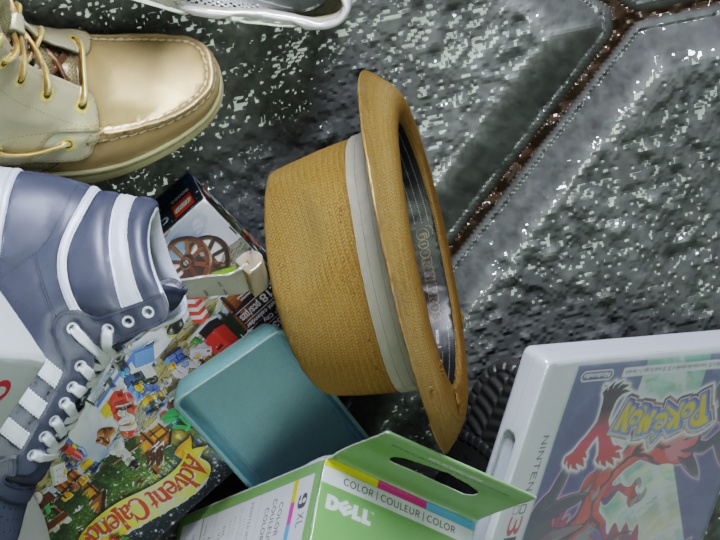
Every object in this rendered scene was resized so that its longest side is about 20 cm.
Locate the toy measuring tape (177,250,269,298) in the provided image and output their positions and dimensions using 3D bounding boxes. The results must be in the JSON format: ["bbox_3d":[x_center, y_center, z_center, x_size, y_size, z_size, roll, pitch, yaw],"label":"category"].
[{"bbox_3d":[-0.147,-0.007,1.335,0.198,0.074,0.074,-8,117,4],"label":"toy measuring tape"}]

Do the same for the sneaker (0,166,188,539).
[{"bbox_3d":[-0.143,0.054,1.271,0.108,0.070,0.202,5,94,4],"label":"sneaker"}]

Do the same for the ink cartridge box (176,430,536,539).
[{"bbox_3d":[-0.009,0.153,1.393,0.103,0.060,0.200,26,148,-27],"label":"ink cartridge box"}]

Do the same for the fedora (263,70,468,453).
[{"bbox_3d":[0.000,0.000,1.343,0.081,0.201,0.202,-11,118,8],"label":"fedora"}]

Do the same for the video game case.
[{"bbox_3d":[0.138,0.122,1.470,0.199,0.023,0.184,-3,117,-45],"label":"video game case"}]

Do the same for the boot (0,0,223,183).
[{"bbox_3d":[-0.162,-0.108,1.258,0.198,0.073,0.156,-7,152,-8],"label":"boot"}]

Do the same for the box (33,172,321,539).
[{"bbox_3d":[-0.118,0.063,1.406,0.200,0.038,0.137,-42,118,5],"label":"box"}]

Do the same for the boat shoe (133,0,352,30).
[{"bbox_3d":[-0.094,-0.164,1.289,0.198,0.069,0.071,11,113,-17],"label":"boat shoe"}]

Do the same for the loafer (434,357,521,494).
[{"bbox_3d":[0.073,0.148,1.482,0.071,0.073,0.201,15,111,-34],"label":"loafer"}]

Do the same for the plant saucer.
[{"bbox_3d":[-0.036,0.093,1.415,0.070,0.019,0.200,-34,143,1],"label":"plant saucer"}]

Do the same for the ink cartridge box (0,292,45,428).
[{"bbox_3d":[-0.275,0.040,1.181,0.199,0.145,0.146,6,127,-53],"label":"ink cartridge box"}]

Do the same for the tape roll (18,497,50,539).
[{"bbox_3d":[-0.260,0.174,1.374,0.201,0.071,0.204,-3,123,-4],"label":"tape roll"}]
